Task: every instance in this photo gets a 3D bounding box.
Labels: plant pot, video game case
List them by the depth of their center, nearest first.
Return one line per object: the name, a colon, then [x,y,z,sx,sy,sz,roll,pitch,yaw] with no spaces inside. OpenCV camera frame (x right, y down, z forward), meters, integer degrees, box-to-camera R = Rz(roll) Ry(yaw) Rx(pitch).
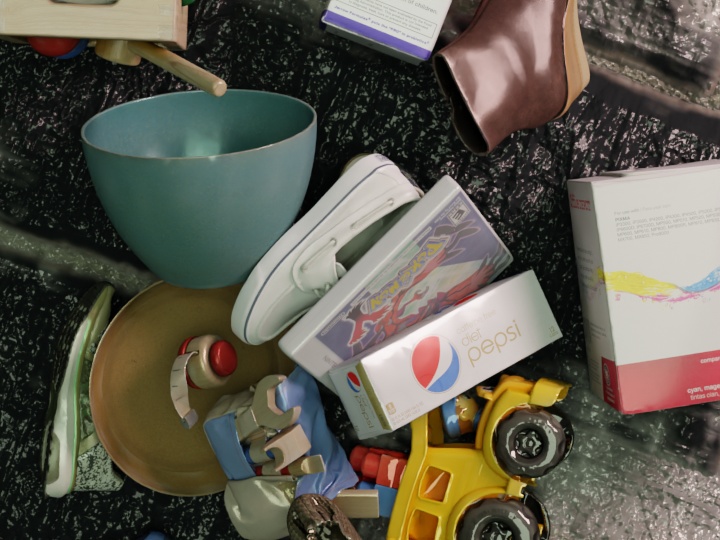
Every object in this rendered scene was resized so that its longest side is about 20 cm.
plant pot: [-0.133,-0.064,1.580,0.198,0.200,0.136,-4,112,-2]
video game case: [0.036,0.025,1.593,0.200,0.182,0.023,-45,63,0]
plant pot: [-0.147,0.099,1.634,0.199,0.027,0.202,-4,100,-24]

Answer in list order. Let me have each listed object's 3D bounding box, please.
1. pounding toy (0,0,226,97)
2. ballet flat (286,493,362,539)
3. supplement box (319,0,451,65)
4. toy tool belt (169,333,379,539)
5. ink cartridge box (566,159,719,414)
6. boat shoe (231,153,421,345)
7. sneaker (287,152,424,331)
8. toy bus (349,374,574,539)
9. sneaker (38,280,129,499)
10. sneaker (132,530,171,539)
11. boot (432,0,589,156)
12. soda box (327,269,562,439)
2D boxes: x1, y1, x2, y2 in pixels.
pounding toy: [-0.207,-0.221,1.558,0.198,0.184,0.143,3,94,-2]
ballet flat: [0.005,0.269,1.521,0.067,0.046,0.201,-32,85,-14]
supplement box: [0.045,-0.290,1.604,0.103,0.101,0.201,20,93,-4]
toy tool belt: [-0.065,0.135,1.587,0.122,0.125,0.201,-14,109,32]
ink cartridge box: [0.269,0.008,1.610,0.144,0.145,0.202,-8,95,-2]
boat shoe: [-0.030,-0.006,1.558,0.200,0.073,0.065,-51,60,11]
sneaker: [0.000,0.000,1.620,0.067,0.090,0.202,16,93,-36]
toy bus: [0.084,0.175,1.636,0.191,0.136,0.201,16,91,13]
sneaker: [-0.231,0.109,1.647,0.088,0.077,0.201,9,98,-20]
sneaker: [-0.262,0.280,1.648,0.199,0.074,0.083,-30,92,-1]
boot: [0.120,-0.215,1.587,0.166,0.072,0.201,-31,104,-42]
soda box: [0.074,0.071,1.590,0.199,0.064,0.068,-26,92,-30]
